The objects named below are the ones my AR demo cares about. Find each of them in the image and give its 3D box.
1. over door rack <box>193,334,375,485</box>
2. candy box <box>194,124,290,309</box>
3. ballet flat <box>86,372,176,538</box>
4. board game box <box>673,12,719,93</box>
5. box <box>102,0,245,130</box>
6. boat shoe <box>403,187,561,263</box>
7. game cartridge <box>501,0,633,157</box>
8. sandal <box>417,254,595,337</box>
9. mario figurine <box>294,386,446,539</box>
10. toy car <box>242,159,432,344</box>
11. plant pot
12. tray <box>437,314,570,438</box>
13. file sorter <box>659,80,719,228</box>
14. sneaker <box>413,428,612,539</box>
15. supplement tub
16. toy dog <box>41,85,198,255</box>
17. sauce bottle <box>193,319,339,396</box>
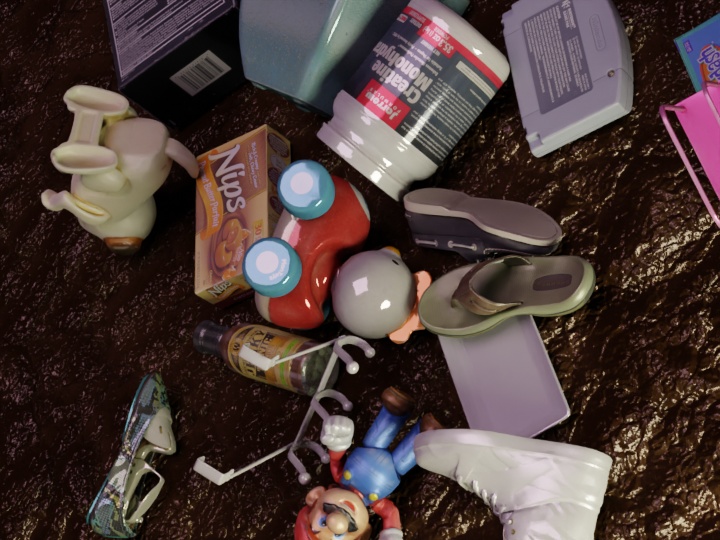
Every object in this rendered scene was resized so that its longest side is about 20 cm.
[{"bbox_3d":[-0.067,0.147,1.616,0.066,0.200,0.149,32,108,29],"label":"over door rack"},{"bbox_3d":[-0.143,-0.066,1.910,0.115,0.055,0.201,-21,54,29],"label":"candy box"},{"bbox_3d":[-0.254,0.222,1.847,0.074,0.074,0.201,10,75,41],"label":"ballet flat"},{"bbox_3d":[0.424,-0.216,1.542,0.199,0.045,0.153,-30,52,23],"label":"board game box"},{"bbox_3d":[-0.223,-0.332,2.072,0.199,0.123,0.199,-31,52,20],"label":"box"},{"bbox_3d":[0.132,-0.039,1.688,0.199,0.072,0.063,17,121,37],"label":"boat shoe"},{"bbox_3d":[0.229,-0.232,1.716,0.133,0.042,0.201,-23,54,23],"label":"game cartridge"},{"bbox_3d":[0.143,0.014,1.605,0.200,0.057,0.080,-14,58,33],"label":"sandal"},{"bbox_3d":[0.005,0.223,1.599,0.123,0.106,0.201,38,93,41],"label":"mario figurine"},{"bbox_3d":[0.000,0.000,1.712,0.199,0.184,0.178,21,78,15],"label":"toy car"},{"bbox_3d":[-0.031,-0.285,1.854,0.195,0.196,0.201,27,93,44],"label":"plant pot"},{"bbox_3d":[0.145,0.096,1.613,0.107,0.022,0.201,-34,50,21],"label":"tray"},{"bbox_3d":[0.393,-0.138,1.433,0.199,0.125,0.140,-29,83,23],"label":"file sorter"},{"bbox_3d":[0.133,0.220,1.502,0.199,0.074,0.116,5,70,25],"label":"sneaker"},{"bbox_3d":[0.059,-0.192,1.758,0.200,0.140,0.140,-52,46,3],"label":"supplement tub"},{"bbox_3d":[-0.306,-0.116,1.982,0.192,0.201,0.140,1,54,-10],"label":"toy dog"},{"bbox_3d":[-0.114,0.096,1.793,0.199,0.065,0.065,11,74,42],"label":"sauce bottle"}]
